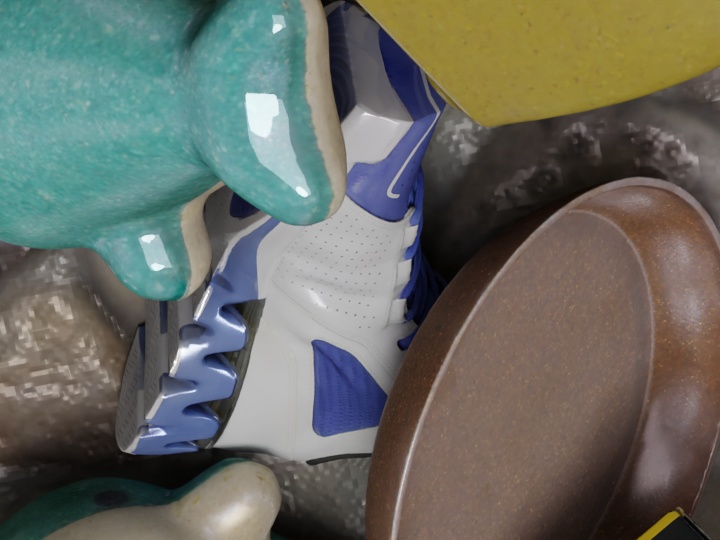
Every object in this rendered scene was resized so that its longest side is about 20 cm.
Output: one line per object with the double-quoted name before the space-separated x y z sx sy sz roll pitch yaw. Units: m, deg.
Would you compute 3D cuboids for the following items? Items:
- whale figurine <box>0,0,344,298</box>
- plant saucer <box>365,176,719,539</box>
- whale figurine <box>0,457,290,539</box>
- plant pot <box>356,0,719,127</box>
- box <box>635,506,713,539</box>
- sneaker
"whale figurine" -0.085 -0.061 0.885 0.103 0.200 0.160 -20 113 -31
"plant saucer" 0.063 0.060 0.979 0.034 0.200 0.202 20 114 36
"whale figurine" -0.057 0.132 1.030 0.199 0.104 0.160 -4 117 -24
"plant pot" 0.069 -0.161 0.873 0.200 0.196 0.194 -41 107 14
"box" 0.062 0.194 0.991 0.200 0.049 0.160 -39 150 -10
"sneaker" 0.000 0.001 0.978 0.114 0.081 0.200 16 132 -19
